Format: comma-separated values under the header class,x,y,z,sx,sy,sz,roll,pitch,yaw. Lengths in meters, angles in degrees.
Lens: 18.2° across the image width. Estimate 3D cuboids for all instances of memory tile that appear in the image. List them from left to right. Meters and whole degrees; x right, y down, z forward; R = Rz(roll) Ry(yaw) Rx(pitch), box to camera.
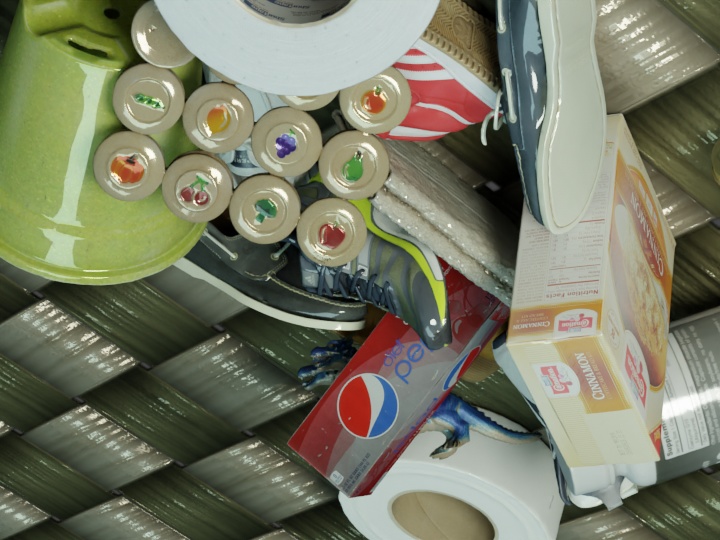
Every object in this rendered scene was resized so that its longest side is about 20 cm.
class,x,y,z,sx,sy,sz,roll,pitch,yaw
memory tile,-0.074,-0.095,1.541,0.199,0.017,0.154,18,107,-6

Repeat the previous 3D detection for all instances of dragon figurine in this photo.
class,x,y,z,sx,sy,sz,roll,pitch,yaw
dragon figurine,0.050,0.099,1.814,0.198,0.100,0.059,-2,167,-4

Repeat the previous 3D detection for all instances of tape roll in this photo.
class,x,y,z,sx,sy,sz,roll,pitch,yaw
tape roll,-0.039,-0.216,1.441,0.199,0.066,0.202,3,116,6
tape roll,0.084,0.201,2.054,0.201,0.071,0.203,13,145,9

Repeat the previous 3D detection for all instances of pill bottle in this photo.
class,x,y,z,sx,sy,sz,roll,pitch,yaw
pill bottle,0.242,0.096,1.714,0.199,0.114,0.114,-18,141,-1

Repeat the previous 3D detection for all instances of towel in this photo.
class,x,y,z,sx,sy,sz,roll,pitch,yaw
towel,0.061,-0.042,1.662,0.200,0.133,0.034,37,107,-30

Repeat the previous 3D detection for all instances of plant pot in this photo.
class,x,y,z,sx,sy,sz,roll,pitch,yaw
plant pot,-0.190,-0.125,1.639,0.199,0.201,0.185,19,135,0

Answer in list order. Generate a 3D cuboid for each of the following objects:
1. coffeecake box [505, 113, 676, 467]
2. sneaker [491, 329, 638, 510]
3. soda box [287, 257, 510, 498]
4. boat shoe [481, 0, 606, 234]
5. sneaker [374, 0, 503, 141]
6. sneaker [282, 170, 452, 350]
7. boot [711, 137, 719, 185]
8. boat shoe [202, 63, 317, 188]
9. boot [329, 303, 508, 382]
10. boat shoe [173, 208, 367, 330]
class,x,y,z,sx,sy,sz,roll,pitch,yaw
coffeecake box,0.169,0.015,1.621,0.073,0.201,0.154,-7,140,21
sneaker,0.176,0.123,1.801,0.079,0.130,0.199,-23,148,11
soda box,0.034,0.077,1.735,0.070,0.200,0.063,40,-172,15
boat shoe,0.121,-0.123,1.527,0.062,0.075,0.201,15,126,37
sneaker,0.021,-0.159,1.569,0.112,0.072,0.200,-22,131,40
sneaker,0.000,0.000,1.674,0.200,0.081,0.074,45,155,42
boot,0.342,-0.016,1.622,0.174,0.066,0.201,8,146,17
boat shoe,-0.077,-0.101,1.705,0.073,0.066,0.200,3,144,23
boot,0.058,0.012,1.810,0.200,0.071,0.144,24,140,-14
boat shoe,-0.075,-0.008,1.789,0.199,0.072,0.068,28,110,29
